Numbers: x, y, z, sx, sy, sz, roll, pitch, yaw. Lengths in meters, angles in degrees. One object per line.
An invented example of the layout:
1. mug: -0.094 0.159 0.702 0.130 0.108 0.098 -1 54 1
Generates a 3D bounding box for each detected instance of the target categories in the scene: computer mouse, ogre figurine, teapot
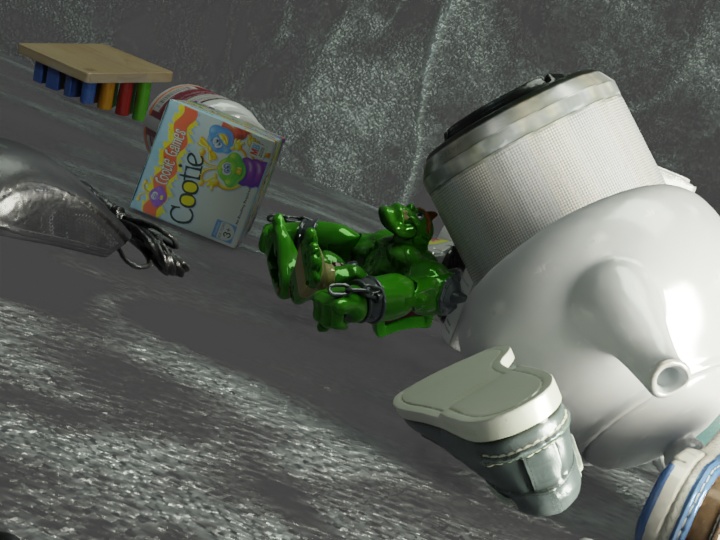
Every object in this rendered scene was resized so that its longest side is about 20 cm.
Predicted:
1. computer mouse: -0.207 -0.051 0.984 0.138 0.053 0.199 26 6 32
2. ogre figurine: 0.000 0.000 1.129 0.119 0.099 0.200 1 -4 -18
3. teapot: 0.164 0.055 0.928 0.199 0.198 0.147 -9 62 -40

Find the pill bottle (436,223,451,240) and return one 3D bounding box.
1. pill bottle: 0.172 0.015 1.540 0.199 0.113 0.112 24 6 17

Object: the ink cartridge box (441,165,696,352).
1. ink cartridge box: 0.172 -0.008 1.280 0.145 0.202 0.086 21 5 -5

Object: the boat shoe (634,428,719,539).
1. boat shoe: 0.202 0.128 0.791 0.072 0.073 0.200 29 17 23

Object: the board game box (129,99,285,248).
1. board game box: -0.138 -0.093 1.420 0.102 0.106 0.200 22 6 -2

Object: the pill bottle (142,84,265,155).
1. pill bottle: -0.181 -0.153 1.812 0.113 0.115 0.200 19 6 -27

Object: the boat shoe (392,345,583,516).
1. boat shoe: 0.067 0.084 0.797 0.062 0.072 0.200 64 -8 -6

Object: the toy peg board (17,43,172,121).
1. toy peg board: -0.475 -0.331 2.697 0.199 0.099 0.198 24 22 36

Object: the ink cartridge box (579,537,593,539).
1. ink cartridge box: 0.099 0.127 0.226 0.198 0.084 0.146 23 6 13

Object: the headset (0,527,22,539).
1. headset: -0.135 0.050 0.267 0.123 0.095 0.200 20 -12 27

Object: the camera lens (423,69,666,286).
1. camera lens: 0.150 -0.034 1.116 0.201 0.159 0.160 63 10 3

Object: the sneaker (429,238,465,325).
1. sneaker: 0.038 -0.002 1.375 0.090 0.079 0.200 16 0 27

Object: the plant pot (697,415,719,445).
1. plant pot: 0.297 0.087 1.189 0.199 0.135 0.200 22 5 -2
